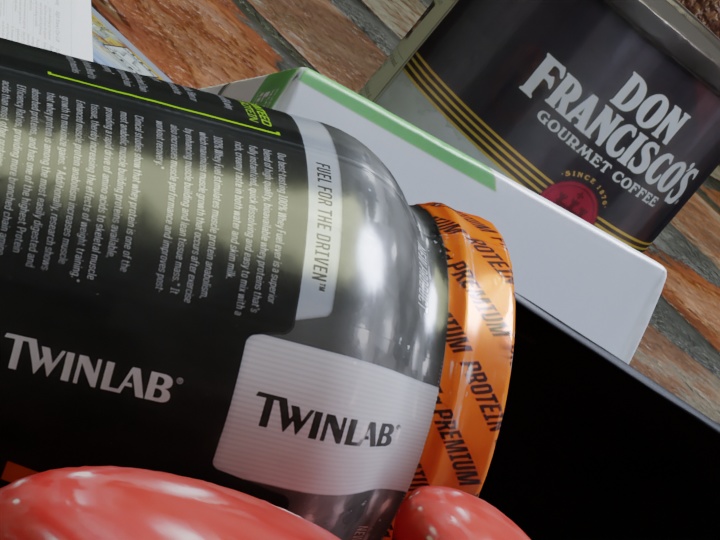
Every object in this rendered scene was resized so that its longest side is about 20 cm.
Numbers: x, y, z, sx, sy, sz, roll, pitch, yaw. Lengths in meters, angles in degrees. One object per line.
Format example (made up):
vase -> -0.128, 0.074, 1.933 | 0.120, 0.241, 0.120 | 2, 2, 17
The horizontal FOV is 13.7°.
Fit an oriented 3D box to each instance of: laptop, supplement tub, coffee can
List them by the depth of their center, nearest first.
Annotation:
supplement tub -> -0.071, 0.011, 0.715 | 0.199, 0.123, 0.123 | 14, 19, -16
laptop -> 0.039, 0.047, 0.900 | 0.177, 0.103, 0.200 | 33, 9, -28
coffee can -> 0.064, -0.046, 1.321 | 0.146, 0.200, 0.146 | 38, 12, -9

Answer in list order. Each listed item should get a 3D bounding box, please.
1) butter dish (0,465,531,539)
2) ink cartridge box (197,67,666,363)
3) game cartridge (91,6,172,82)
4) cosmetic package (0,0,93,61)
butter dish -> -0.016, 0.107, 0.607 | 0.200, 0.148, 0.199 | 47, 14, 29
ink cartridge box -> 0.000, 0.000, 1.043 | 0.146, 0.085, 0.200 | 28, -4, -13
game cartridge -> -0.141, -0.098, 1.273 | 0.200, 0.042, 0.133 | 43, 7, 10
cosmetic package -> -0.149, -0.113, 1.151 | 0.082, 0.051, 0.200 | 27, 27, -21
